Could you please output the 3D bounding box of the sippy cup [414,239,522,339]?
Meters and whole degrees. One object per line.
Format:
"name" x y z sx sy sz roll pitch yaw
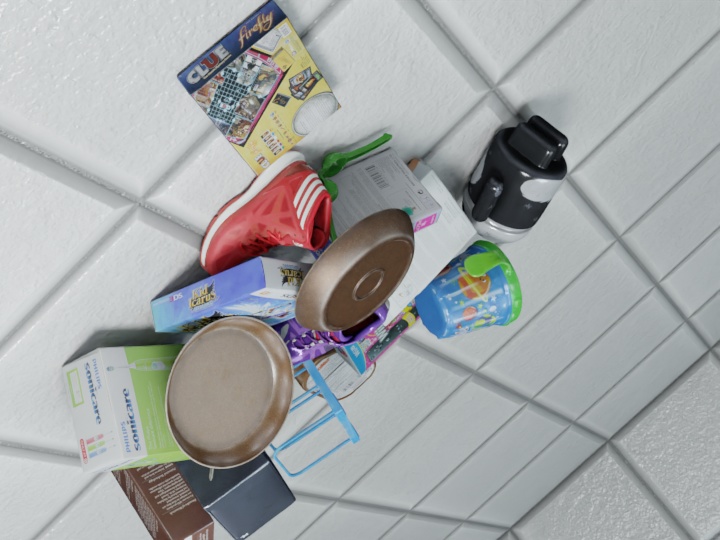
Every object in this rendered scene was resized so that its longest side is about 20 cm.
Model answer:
"sippy cup" 0.157 0.039 1.812 0.129 0.139 0.179 -22 121 -22

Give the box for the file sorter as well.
"file sorter" -0.111 0.182 1.752 0.122 0.201 0.139 -32 152 -5

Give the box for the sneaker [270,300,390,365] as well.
"sneaker" -0.053 0.081 1.644 0.199 0.081 0.084 -27 -165 6

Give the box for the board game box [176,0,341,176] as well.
"board game box" -0.110 -0.203 1.348 0.135 0.035 0.200 -39 153 -1

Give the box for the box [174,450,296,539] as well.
"box" -0.210 0.272 1.759 0.117 0.200 0.197 -34 153 -8

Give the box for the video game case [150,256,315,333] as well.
"video game case" -0.144 0.039 1.563 0.199 0.046 0.181 -21 163 33

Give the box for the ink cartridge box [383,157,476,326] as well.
"ink cartridge box" 0.060 -0.039 1.715 0.200 0.050 0.162 -44 134 -3

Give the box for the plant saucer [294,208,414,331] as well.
"plant saucer" 0.001 0.009 1.522 0.200 0.034 0.201 -35 153 -20

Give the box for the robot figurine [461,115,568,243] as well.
"robot figurine" 0.231 -0.135 1.782 0.149 0.125 0.201 7 132 -24

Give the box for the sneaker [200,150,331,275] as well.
"sneaker" -0.116 -0.044 1.490 0.200 0.116 0.078 -51 149 20

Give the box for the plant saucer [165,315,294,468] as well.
"plant saucer" -0.175 0.157 1.550 0.199 0.032 0.202 -8 103 -37

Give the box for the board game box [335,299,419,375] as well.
"board game box" 0.034 0.048 1.836 0.200 0.064 0.148 -43 148 -9

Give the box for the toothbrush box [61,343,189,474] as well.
"toothbrush box" -0.281 0.180 1.572 0.086 0.147 0.199 -24 165 34

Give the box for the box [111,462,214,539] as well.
"box" -0.294 0.331 1.741 0.074 0.200 0.101 -24 150 -25

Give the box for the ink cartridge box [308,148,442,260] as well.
"ink cartridge box" -0.005 -0.078 1.572 0.199 0.120 0.042 -24 153 -28

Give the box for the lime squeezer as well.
"lime squeezer" -0.025 -0.109 1.531 0.038 0.070 0.201 -47 -163 57

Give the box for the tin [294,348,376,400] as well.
"tin" -0.041 0.164 1.987 0.112 0.042 0.200 -47 152 5

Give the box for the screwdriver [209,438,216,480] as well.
"screwdriver" -0.187 0.182 1.591 0.029 0.202 0.028 2 162 -9
